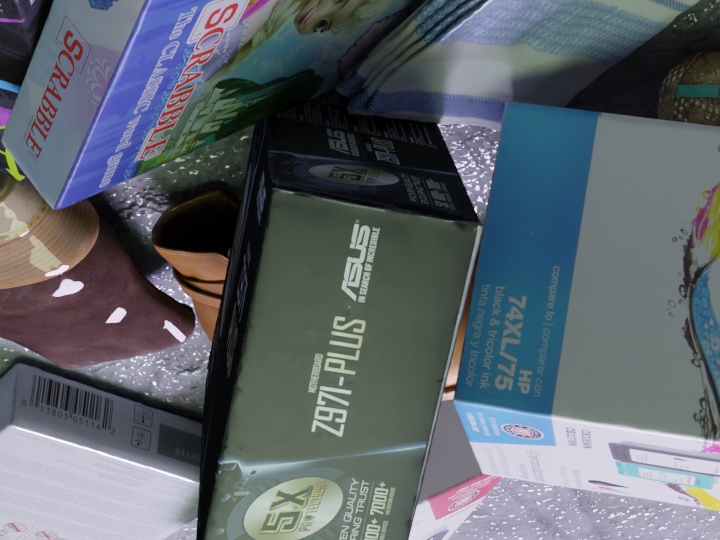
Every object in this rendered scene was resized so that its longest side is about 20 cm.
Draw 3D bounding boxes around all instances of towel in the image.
[{"bbox_3d":[0.101,-0.119,0.714,0.146,0.024,0.200,0,152,-47],"label":"towel"}]

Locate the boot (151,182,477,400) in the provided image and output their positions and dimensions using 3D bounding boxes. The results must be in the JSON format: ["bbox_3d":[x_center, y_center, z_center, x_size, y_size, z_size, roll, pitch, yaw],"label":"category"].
[{"bbox_3d":[0.000,0.000,0.892,0.199,0.077,0.156,-9,140,23],"label":"boot"}]

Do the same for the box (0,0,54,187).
[{"bbox_3d":[-0.180,-0.103,0.671,0.142,0.036,0.200,25,160,5],"label":"box"}]

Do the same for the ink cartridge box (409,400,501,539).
[{"bbox_3d":[-0.013,0.154,1.037,0.145,0.085,0.200,-18,157,-33],"label":"ink cartridge box"}]

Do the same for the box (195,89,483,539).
[{"bbox_3d":[-0.016,0.018,0.737,0.085,0.200,0.165,10,109,-7],"label":"box"}]

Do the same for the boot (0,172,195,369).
[{"bbox_3d":[-0.209,0.019,0.897,0.199,0.073,0.166,-15,144,22],"label":"boot"}]

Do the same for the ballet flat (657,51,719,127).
[{"bbox_3d":[0.239,-0.058,0.801,0.199,0.071,0.065,10,179,-18],"label":"ballet flat"}]

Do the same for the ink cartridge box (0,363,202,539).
[{"bbox_3d":[-0.198,0.139,1.097,0.159,0.048,0.200,21,144,-29],"label":"ink cartridge box"}]

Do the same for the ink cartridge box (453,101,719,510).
[{"bbox_3d":[0.158,0.026,0.777,0.198,0.147,0.147,7,162,13],"label":"ink cartridge box"}]

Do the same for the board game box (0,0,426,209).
[{"bbox_3d":[-0.023,-0.126,0.628,0.199,0.041,0.200,-29,164,-38],"label":"board game box"}]
